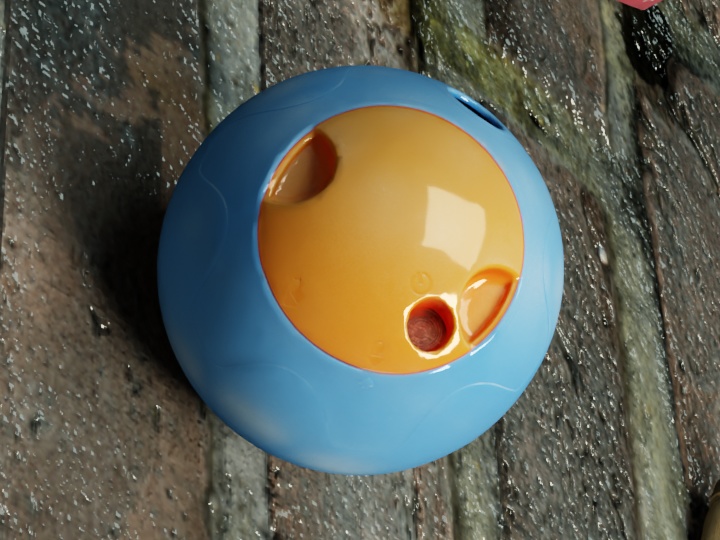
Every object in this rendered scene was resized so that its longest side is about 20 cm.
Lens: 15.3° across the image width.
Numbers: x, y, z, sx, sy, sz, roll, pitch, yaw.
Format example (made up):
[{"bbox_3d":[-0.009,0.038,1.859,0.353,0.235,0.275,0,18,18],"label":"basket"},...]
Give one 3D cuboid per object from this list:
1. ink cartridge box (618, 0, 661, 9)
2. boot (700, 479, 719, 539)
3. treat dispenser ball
[{"bbox_3d":[0.193,-0.264,1.874,0.200,0.145,0.084,11,60,-53],"label":"ink cartridge box"},{"bbox_3d":[0.287,0.224,1.732,0.200,0.074,0.076,43,50,-19],"label":"boot"},{"bbox_3d":[0.000,0.000,1.317,0.201,0.200,0.201,36,39,-37],"label":"treat dispenser ball"}]
